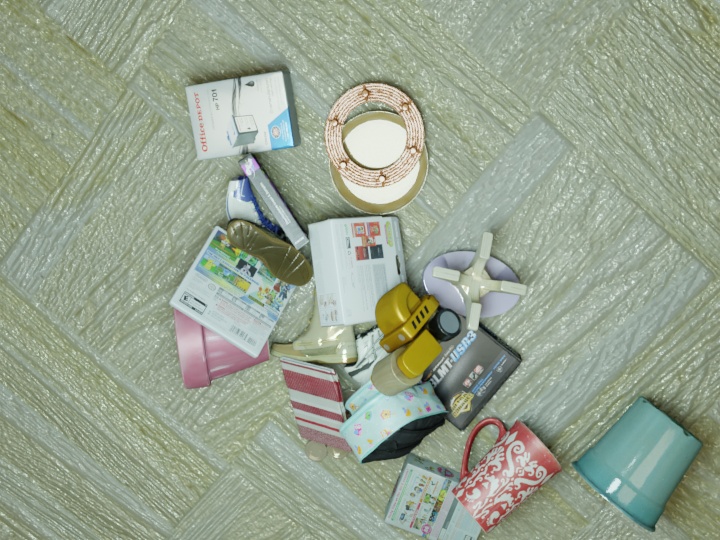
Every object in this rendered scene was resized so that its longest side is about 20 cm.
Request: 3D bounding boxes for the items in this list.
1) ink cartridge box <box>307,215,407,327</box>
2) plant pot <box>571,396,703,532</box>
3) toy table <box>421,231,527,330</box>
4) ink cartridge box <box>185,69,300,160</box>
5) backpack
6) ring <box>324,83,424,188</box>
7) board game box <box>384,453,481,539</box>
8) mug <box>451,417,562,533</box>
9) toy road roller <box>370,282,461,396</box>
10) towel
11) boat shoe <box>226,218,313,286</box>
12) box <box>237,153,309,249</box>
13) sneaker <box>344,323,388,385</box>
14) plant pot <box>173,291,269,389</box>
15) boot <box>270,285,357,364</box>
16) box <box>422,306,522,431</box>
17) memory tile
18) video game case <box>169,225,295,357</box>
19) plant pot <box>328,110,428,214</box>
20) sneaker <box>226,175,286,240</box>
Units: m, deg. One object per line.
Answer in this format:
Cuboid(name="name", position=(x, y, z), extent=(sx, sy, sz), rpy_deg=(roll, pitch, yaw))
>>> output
Cuboid(name="ink cartridge box", position=(0.000, 0.000, 1.662), extent=(0.083, 0.174, 0.204), rpy_deg=(-10, 87, 52))
Cuboid(name="plant pot", position=(0.557, 0.371, 1.674), extent=(0.199, 0.200, 0.197), rpy_deg=(36, 97, -2))
Cuboid(name="toy table", position=(0.225, 0.023, 1.642), extent=(0.196, 0.117, 0.187), rpy_deg=(-1, 86, -4))
Cuboid(name="ink cartridge box", position=(-0.228, -0.303, 1.658), extent=(0.197, 0.086, 0.149), rpy_deg=(-8, 102, 7))
Cuboid(name="backpack", position=(0.055, 0.289, 1.664), extent=(0.176, 0.199, 0.154), rpy_deg=(-43, 74, 28))
Cuboid(name="ring", position=(0.026, -0.260, 1.645), extent=(0.197, 0.019, 0.204), rpy_deg=(1, 102, 6))
Cuboid(name="board game box", position=(0.167, 0.497, 1.807), extent=(0.197, 0.064, 0.149), rpy_deg=(21, 104, 0))
Cuboid(name="mug", position=(0.282, 0.414, 1.726), extent=(0.200, 0.177, 0.134), rpy_deg=(-42, 119, -6))
Cuboid(name="toy road roller", position=(0.077, 0.119, 1.578), extent=(0.146, 0.200, 0.123), rpy_deg=(46, 143, -3))
Cuboid(name="towel", position=(-0.088, 0.273, 1.736), extent=(0.142, 0.023, 0.203), rpy_deg=(8, 123, 35))
Cuboid(name="boat shoe", position=(-0.175, -0.044, 1.653), extent=(0.199, 0.065, 0.073), rpy_deg=(38, 101, -26))
Cuboid(name="box", position=(-0.168, -0.136, 1.659), extent=(0.036, 0.143, 0.201), rpy_deg=(-32, 98, -1))
Cuboid(name="sneaker", position=(0.030, 0.143, 1.736), extent=(0.087, 0.076, 0.202), rpy_deg=(26, 102, 5))
Cuboid(name="plant pot", position=(-0.278, 0.130, 1.720), extent=(0.176, 0.200, 0.203), rpy_deg=(-7, 103, -8))
Cuboid(name="boot", position=(-0.097, 0.110, 1.744), extent=(0.197, 0.073, 0.158), rpy_deg=(0, 90, 29))
Cuboid(name="box", position=(0.195, 0.193, 1.742), extent=(0.198, 0.050, 0.201), rpy_deg=(38, 104, -4))
Cuboid(name="memory tile", position=(-0.034, 0.327, 1.816), extent=(0.197, 0.017, 0.156), rpy_deg=(-11, 101, 8))
Cuboid(name="video game case", position=(-0.243, 0.041, 1.651), extent=(0.199, 0.022, 0.184), rpy_deg=(33, 66, -11))
Cuboid(name="plant pot", position=(0.036, -0.213, 1.677), extent=(0.197, 0.028, 0.203), rpy_deg=(1, 103, 6))
Cuboid(name="sneaker", position=(-0.208, -0.093, 1.714), extent=(0.113, 0.081, 0.203), rpy_deg=(1, 110, 3))
